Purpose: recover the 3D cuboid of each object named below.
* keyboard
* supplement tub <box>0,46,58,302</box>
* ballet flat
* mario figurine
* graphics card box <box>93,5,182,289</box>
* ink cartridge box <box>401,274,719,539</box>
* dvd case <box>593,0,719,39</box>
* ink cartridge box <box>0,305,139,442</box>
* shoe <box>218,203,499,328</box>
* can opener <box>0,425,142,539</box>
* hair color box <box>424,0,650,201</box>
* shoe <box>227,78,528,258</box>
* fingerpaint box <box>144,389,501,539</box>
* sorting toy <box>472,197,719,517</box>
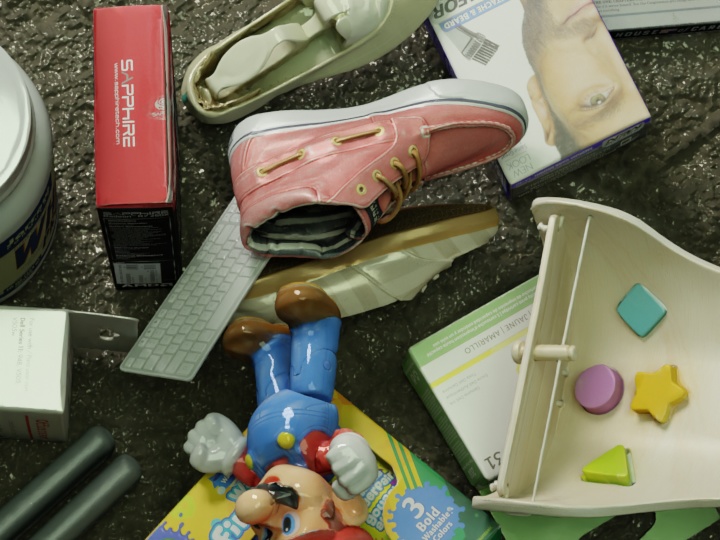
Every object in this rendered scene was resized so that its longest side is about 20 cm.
[{"bbox_3d":[-0.086,-0.004,1.228,0.056,0.011,0.201,1,45,34],"label":"keyboard"},{"bbox_3d":[-0.261,-0.062,1.167,0.144,0.200,0.146,2,75,-7],"label":"supplement tub"},{"bbox_3d":[-0.034,-0.159,1.265,0.199,0.069,0.070,-31,81,6],"label":"ballet flat"},{"bbox_3d":[-0.049,0.105,1.116,0.105,0.124,0.201,-2,57,-9],"label":"mario figurine"},{"bbox_3d":[-0.138,-0.071,1.187,0.050,0.200,0.126,-3,76,-4],"label":"graphics card box"},{"bbox_3d":[0.138,0.108,1.259,0.145,0.048,0.201,-28,78,-14],"label":"ink cartridge box"},{"bbox_3d":[0.211,-0.269,1.379,0.149,0.025,0.202,-6,77,-9],"label":"dvd case"},{"bbox_3d":[-0.240,0.064,1.180,0.198,0.117,0.068,3,76,-6],"label":"ink cartridge box"},{"bbox_3d":[0.000,0.000,1.265,0.199,0.070,0.054,-16,107,-8],"label":"shoe"},{"bbox_3d":[-0.221,0.177,1.185,0.200,0.067,0.053,-41,83,-20],"label":"can opener"},{"bbox_3d":[0.109,-0.164,1.307,0.109,0.065,0.201,-26,81,1],"label":"hair color box"},{"bbox_3d":[0.015,-0.061,1.219,0.198,0.072,0.091,-8,51,0],"label":"shoe"},{"bbox_3d":[-0.037,0.190,1.178,0.167,0.073,0.200,38,73,19],"label":"fingerpaint box"},{"bbox_3d":[0.183,0.071,1.158,0.179,0.107,0.201,5,72,26],"label":"sorting toy"}]
